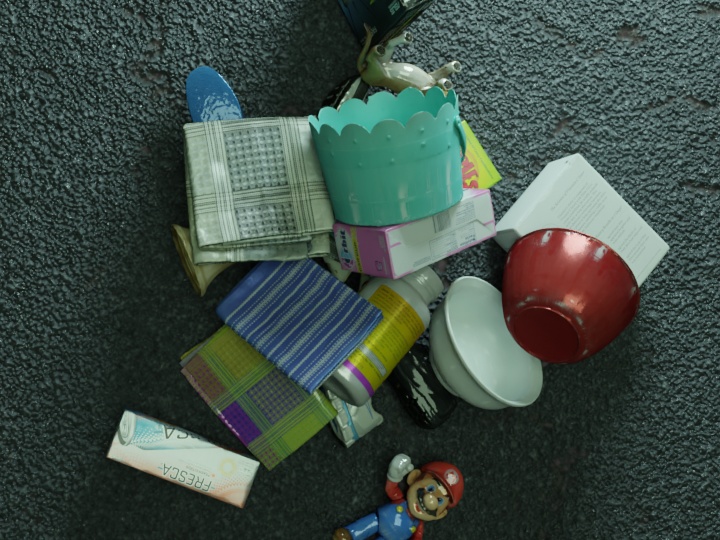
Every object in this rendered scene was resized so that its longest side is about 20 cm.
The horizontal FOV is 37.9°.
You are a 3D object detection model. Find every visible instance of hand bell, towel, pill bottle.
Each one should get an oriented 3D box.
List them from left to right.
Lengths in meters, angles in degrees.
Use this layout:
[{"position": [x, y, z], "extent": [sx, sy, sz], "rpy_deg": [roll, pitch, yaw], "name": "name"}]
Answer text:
[{"position": [-0.148, -0.050, 1.436], "extent": [0.198, 0.104, 0.105], "rpy_deg": [-23, 92, -15], "name": "hand bell"}, {"position": [-0.141, 0.159, 1.437], "extent": [0.143, 0.023, 0.200], "rpy_deg": [-39, 94, 16], "name": "towel"}, {"position": [-0.135, -0.107, 1.387], "extent": [0.190, 0.035, 0.203], "rpy_deg": [-5, 78, -15], "name": "towel"}, {"position": [-0.083, 0.054, 1.369], "extent": [0.199, 0.024, 0.145], "rpy_deg": [35, 73, 32], "name": "towel"}, {"position": [0.024, 0.076, 1.402], "extent": [0.104, 0.104, 0.200], "rpy_deg": [43, 73, -7], "name": "pill bottle"}]

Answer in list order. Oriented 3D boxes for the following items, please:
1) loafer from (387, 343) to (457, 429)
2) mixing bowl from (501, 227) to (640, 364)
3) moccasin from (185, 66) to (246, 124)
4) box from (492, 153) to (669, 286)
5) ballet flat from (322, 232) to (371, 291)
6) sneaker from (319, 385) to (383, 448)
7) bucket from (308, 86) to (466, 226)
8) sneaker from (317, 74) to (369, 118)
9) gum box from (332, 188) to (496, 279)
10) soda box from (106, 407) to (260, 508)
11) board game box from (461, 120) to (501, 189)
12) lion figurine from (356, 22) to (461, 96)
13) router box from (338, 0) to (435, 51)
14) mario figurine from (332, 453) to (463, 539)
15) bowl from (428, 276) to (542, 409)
[{"position": [0.065, 0.131, 1.496], "extent": [0.070, 0.068, 0.202], "rpy_deg": [-35, 91, -32], "name": "loafer"}, {"position": [0.270, 0.053, 1.439], "extent": [0.200, 0.200, 0.109], "rpy_deg": [44, 48, -7], "name": "mixing bowl"}, {"position": [-0.185, -0.182, 1.451], "extent": [0.080, 0.068, 0.202], "rpy_deg": [-25, 92, -5], "name": "moccasin"}, {"position": [0.319, -0.043, 1.536], "extent": [0.200, 0.106, 0.152], "rpy_deg": [44, 80, -8], "name": "box"}, {"position": [0.000, 0.000, 1.485], "extent": [0.199, 0.072, 0.073], "rpy_deg": [29, 81, -8], "name": "ballet flat"}, {"position": [-0.024, 0.140, 1.475], "extent": [0.086, 0.075, 0.202], "rpy_deg": [-22, 101, -19], "name": "sneaker"}, {"position": [0.040, -0.150, 1.365], "extent": [0.205, 0.207, 0.136], "rpy_deg": [-15, 110, -13], "name": "bucket"}, {"position": [-0.032, -0.181, 1.490], "extent": [0.079, 0.074, 0.202], "rpy_deg": [27, 87, -21], "name": "sneaker"}, {"position": [0.078, -0.056, 1.398], "extent": [0.199, 0.113, 0.067], "rpy_deg": [-22, 109, -34], "name": "gum box"}, {"position": [-0.239, 0.253, 1.418], "extent": [0.198, 0.064, 0.069], "rpy_deg": [23, 83, -11], "name": "soda box"}, {"position": [0.094, -0.118, 1.519], "extent": [0.199, 0.048, 0.102], "rpy_deg": [-35, 95, -12], "name": "board game box"}, {"position": [0.059, -0.267, 1.469], "extent": [0.199, 0.122, 0.073], "rpy_deg": [31, 62, -20], "name": "lion figurine"}, {"position": [0.023, -0.402, 1.438], "extent": [0.062, 0.200, 0.151], "rpy_deg": [-28, 93, -17], "name": "router box"}, {"position": [0.060, 0.340, 1.456], "extent": [0.199, 0.106, 0.124], "rpy_deg": [-38, 130, -4], "name": "mario figurine"}, {"position": [0.160, 0.117, 1.481], "extent": [0.200, 0.090, 0.203], "rpy_deg": [31, 41, -31], "name": "bowl"}]
